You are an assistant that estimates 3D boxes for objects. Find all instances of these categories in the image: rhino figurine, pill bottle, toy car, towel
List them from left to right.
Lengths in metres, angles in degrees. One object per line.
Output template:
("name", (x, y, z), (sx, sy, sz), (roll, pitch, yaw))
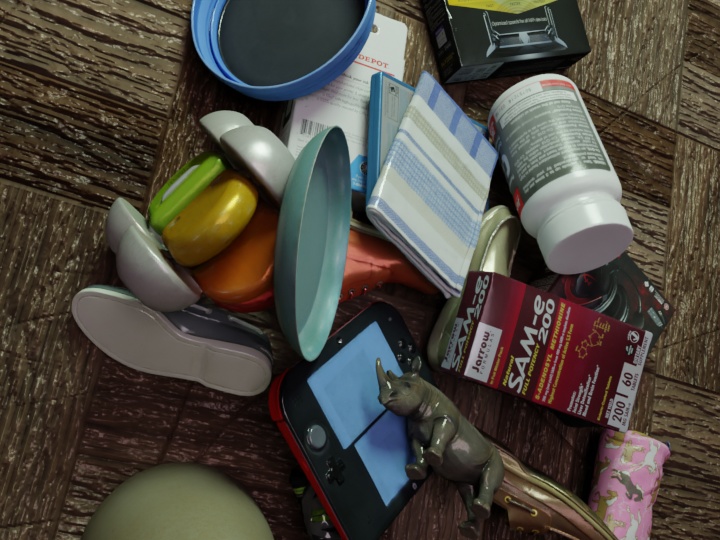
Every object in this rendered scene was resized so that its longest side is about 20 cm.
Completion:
("toy car", (-0.126, -0.036, 0.676), (0.175, 0.200, 0.150), (-44, 121, -4))
("rhino figurine", (0.073, 0.159, 0.717), (0.201, 0.059, 0.088), (51, 38, -16))
("towel", (0.080, -0.091, 0.772), (0.147, 0.024, 0.203), (41, 53, -29))
("pill bottle", (0.221, -0.107, 0.825), (0.111, 0.114, 0.204), (0, 58, -21))

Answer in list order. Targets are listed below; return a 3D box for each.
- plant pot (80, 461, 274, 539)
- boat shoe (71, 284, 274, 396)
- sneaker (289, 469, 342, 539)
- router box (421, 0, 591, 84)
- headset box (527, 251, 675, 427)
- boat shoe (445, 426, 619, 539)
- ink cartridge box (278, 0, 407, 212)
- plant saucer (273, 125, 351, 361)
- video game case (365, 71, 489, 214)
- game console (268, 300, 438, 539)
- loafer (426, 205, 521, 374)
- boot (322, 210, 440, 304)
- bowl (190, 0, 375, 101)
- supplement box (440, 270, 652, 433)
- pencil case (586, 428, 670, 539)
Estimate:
("plant pot", (-0.137, 0.261, 0.605), (0.183, 0.199, 0.192), (4, 78, -21))
("boat shoe", (-0.176, 0.059, 0.713), (0.196, 0.074, 0.062), (22, 30, -9))
("sneaker", (-0.036, 0.232, 0.724), (0.081, 0.071, 0.204), (16, 69, -17))
("router box", (0.175, -0.324, 0.913), (0.196, 0.052, 0.161), (-12, 84, -23))
("headset box", (0.253, 0.072, 0.860), (0.149, 0.075, 0.201), (45, 68, -9))
("boat shoe", (0.179, 0.247, 0.792), (0.198, 0.072, 0.068), (33, 89, 8))
("ink cartridge box", (-0.021, -0.179, 0.801), (0.114, 0.068, 0.205), (14, 76, -19))
("plant saucer", (-0.041, -0.024, 0.648), (0.027, 0.200, 0.205), (6, 76, 10))
("video game case", (0.080, -0.115, 0.811), (0.198, 0.018, 0.147), (13, 75, -45))
("game console", (0.011, 0.141, 0.719), (0.199, 0.031, 0.179), (-34, 95, -47))
("loafer", (0.141, 0.026, 0.817), (0.075, 0.067, 0.204), (35, 74, -51))
("boot", (0.000, 0.000, 0.782), (0.196, 0.075, 0.109), (22, 81, -12))
("bowl", (-0.077, -0.267, 0.758), (0.196, 0.039, 0.205), (-5, 72, 14))
("supplement box", (0.191, 0.083, 0.758), (0.196, 0.061, 0.111), (19, 84, -15))
("pencil case", (0.294, 0.285, 0.835), (0.085, 0.083, 0.204), (18, 73, -1))
